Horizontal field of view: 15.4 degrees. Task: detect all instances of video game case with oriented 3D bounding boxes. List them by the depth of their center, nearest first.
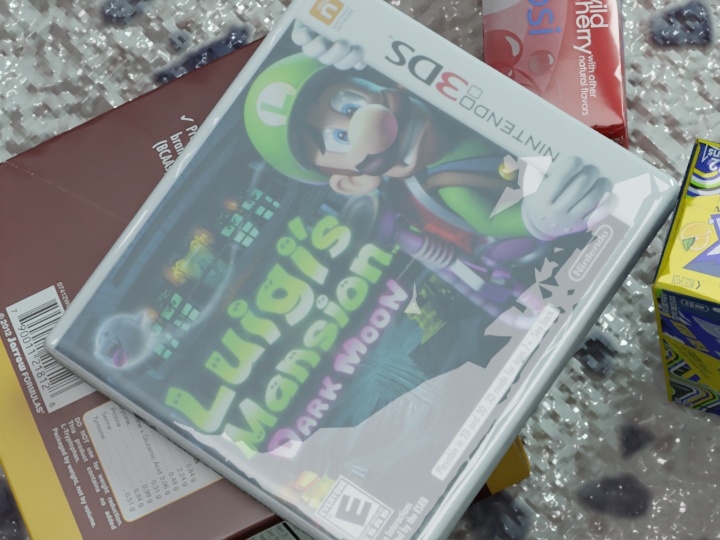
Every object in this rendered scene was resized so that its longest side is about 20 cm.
[{"bbox_3d":[0.000,0.000,1.074,0.181,0.023,0.200,33,80,17],"label":"video game case"}]

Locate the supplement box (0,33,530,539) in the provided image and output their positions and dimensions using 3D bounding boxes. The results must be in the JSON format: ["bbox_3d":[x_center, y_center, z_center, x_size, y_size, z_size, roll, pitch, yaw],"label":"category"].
[{"bbox_3d":[-0.059,0.032,1.156,0.199,0.133,0.198,-25,71,1],"label":"supplement box"}]

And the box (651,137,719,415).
[{"bbox_3d":[0.163,0.012,1.092,0.070,0.200,0.065,15,77,12],"label":"box"}]

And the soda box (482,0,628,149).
[{"bbox_3d":[0.087,-0.145,1.219,0.063,0.070,0.201,-4,73,6],"label":"soda box"}]
